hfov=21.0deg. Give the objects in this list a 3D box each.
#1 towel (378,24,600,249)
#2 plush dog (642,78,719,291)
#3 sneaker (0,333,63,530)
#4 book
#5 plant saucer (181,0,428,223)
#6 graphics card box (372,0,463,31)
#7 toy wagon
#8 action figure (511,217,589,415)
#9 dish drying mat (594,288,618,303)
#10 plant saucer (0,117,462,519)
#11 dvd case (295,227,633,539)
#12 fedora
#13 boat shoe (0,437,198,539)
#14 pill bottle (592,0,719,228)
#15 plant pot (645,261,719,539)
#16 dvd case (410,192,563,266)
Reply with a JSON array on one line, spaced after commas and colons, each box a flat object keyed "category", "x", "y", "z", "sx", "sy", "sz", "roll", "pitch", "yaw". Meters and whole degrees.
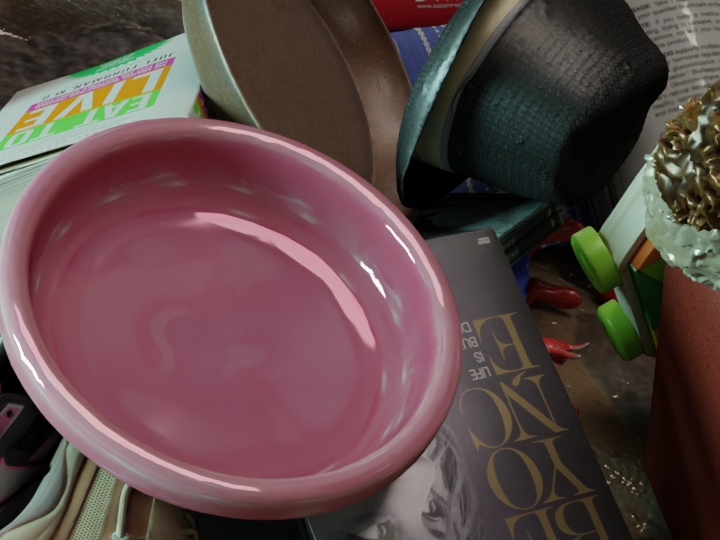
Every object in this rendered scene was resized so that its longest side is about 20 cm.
[{"category": "towel", "x": 0.107, "y": -0.082, "z": 1.170, "sx": 0.199, "sy": 0.024, "sz": 0.146, "roll": -9, "pitch": 78, "yaw": -35}, {"category": "plush dog", "x": 0.195, "y": -0.040, "z": 0.770, "sx": 0.170, "sy": 0.162, "sz": 0.200, "roll": -15, "pitch": -13, "yaw": 9}, {"category": "sneaker", "x": -0.177, "y": 0.082, "z": 0.803, "sx": 0.080, "sy": 0.087, "sz": 0.200, "roll": 17, "pitch": 31, "yaw": 9}, {"category": "book", "x": -0.135, "y": -0.075, "z": 1.032, "sx": 0.132, "sy": 0.048, "sz": 0.200, "roll": -19, "pitch": 18, "yaw": 7}, {"category": "plant saucer", "x": -0.033, "y": -0.106, "z": 1.035, "sx": 0.200, "sy": 0.034, "sz": 0.201, "roll": 43, "pitch": 33, "yaw": -37}, {"category": "graphics card box", "x": 0.007, "y": -0.180, "z": 1.261, "sx": 0.124, "sy": 0.051, "sz": 0.199, "roll": -6, "pitch": 10, "yaw": -29}, {"category": "toy wagon", "x": 0.192, "y": -0.007, "z": 0.982, "sx": 0.154, "sy": 0.200, "sz": 0.040, "roll": -29, "pitch": 53, "yaw": -1}, {"category": "action figure", "x": 0.091, "y": 0.037, "z": 0.999, "sx": 0.098, "sy": 0.066, "sz": 0.200, "roll": 13, "pitch": 28, "yaw": 26}, {"category": "dish drying mat", "x": 0.220, "y": 0.055, "z": 1.072, "sx": 0.076, "sy": 0.018, "sz": 0.200, "roll": -12, "pitch": 39, "yaw": -34}, {"category": "plant saucer", "x": -0.057, "y": 0.024, "z": 0.819, "sx": 0.199, "sy": 0.051, "sz": 0.202, "roll": 12, "pitch": 48, "yaw": -13}, {"category": "dvd case", "x": 0.033, "y": 0.079, "z": 0.868, "sx": 0.147, "sy": 0.016, "sz": 0.201, "roll": -10, "pitch": 64, "yaw": -26}, {"category": "fedora", "x": 0.103, "y": -0.093, "z": 1.021, "sx": 0.091, "sy": 0.202, "sz": 0.200, "roll": 34, "pitch": 35, "yaw": 16}, {"category": "boat shoe", "x": -0.104, "y": 0.114, "z": 0.803, "sx": 0.071, "sy": 0.076, "sz": 0.200, "roll": 22, "pitch": 41, "yaw": 7}, {"category": "pill bottle", "x": 0.177, "y": -0.111, "z": 1.141, "sx": 0.112, "sy": 0.113, "sz": 0.202, "roll": -5, "pitch": 75, "yaw": -29}, {"category": "plant pot", "x": 0.237, "y": 0.066, "z": 0.890, "sx": 0.198, "sy": 0.202, "sz": 0.176, "roll": -11, "pitch": 29, "yaw": -24}, {"category": "dvd case", "x": 0.000, "y": 0.000, "z": 1.016, "sx": 0.145, "sy": 0.022, "sz": 0.200, "roll": 2, "pitch": 21, "yaw": 34}]
